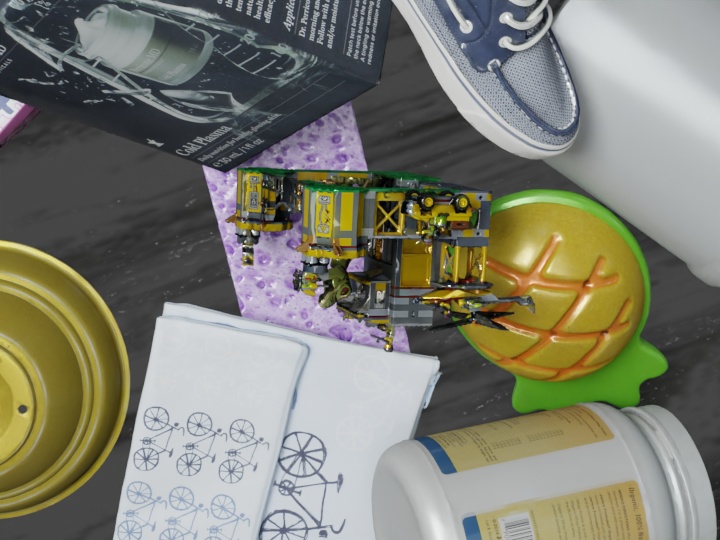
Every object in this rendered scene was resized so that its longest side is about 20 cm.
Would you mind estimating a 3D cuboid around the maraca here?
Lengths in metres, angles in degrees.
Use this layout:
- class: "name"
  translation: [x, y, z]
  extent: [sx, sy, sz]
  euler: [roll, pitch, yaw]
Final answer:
- class: "maraca"
  translation: [0.135, 0.028, 0.940]
  extent: [0.137, 0.107, 0.200]
  euler: [-16, 123, 19]

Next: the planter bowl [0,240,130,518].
- class: "planter bowl"
  translation: [-0.260, 0.083, 0.924]
  extent: [0.200, 0.083, 0.201]
  euler: [0, 97, -4]

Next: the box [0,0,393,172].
- class: "box"
  translation: [-0.112, -0.164, 0.807]
  extent: [0.196, 0.200, 0.124]
  euler: [19, 69, -27]

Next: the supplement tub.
- class: "supplement tub"
  translation: [0.121, 0.169, 0.924]
  extent: [0.200, 0.145, 0.145]
  euler: [-9, 98, -16]

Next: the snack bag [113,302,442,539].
- class: "snack bag"
  translation: [-0.059, 0.127, 0.953]
  extent: [0.200, 0.021, 0.189]
  euler: [12, 110, -9]

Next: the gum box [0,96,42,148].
- class: "gum box"
  translation: [-0.288, -0.162, 0.898]
  extent: [0.200, 0.066, 0.114]
  euler: [42, 94, -9]

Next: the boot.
- class: "boot"
  translation: [0.077, -0.147, 0.752]
  extent: [0.200, 0.090, 0.073]
  euler: [48, 58, -20]

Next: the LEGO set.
- class: "LEGO set"
  translation: [0.000, 0.000, 0.860]
  extent: [0.154, 0.200, 0.116]
  euler: [-2, 99, -30]

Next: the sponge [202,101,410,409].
- class: "sponge"
  translation: [-0.037, -0.010, 0.956]
  extent: [0.111, 0.030, 0.200]
  euler: [-14, 98, -3]

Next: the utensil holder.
- class: "utensil holder"
  translation: [0.200, -0.114, 0.893]
  extent: [0.200, 0.170, 0.170]
  euler: [34, 93, -6]
